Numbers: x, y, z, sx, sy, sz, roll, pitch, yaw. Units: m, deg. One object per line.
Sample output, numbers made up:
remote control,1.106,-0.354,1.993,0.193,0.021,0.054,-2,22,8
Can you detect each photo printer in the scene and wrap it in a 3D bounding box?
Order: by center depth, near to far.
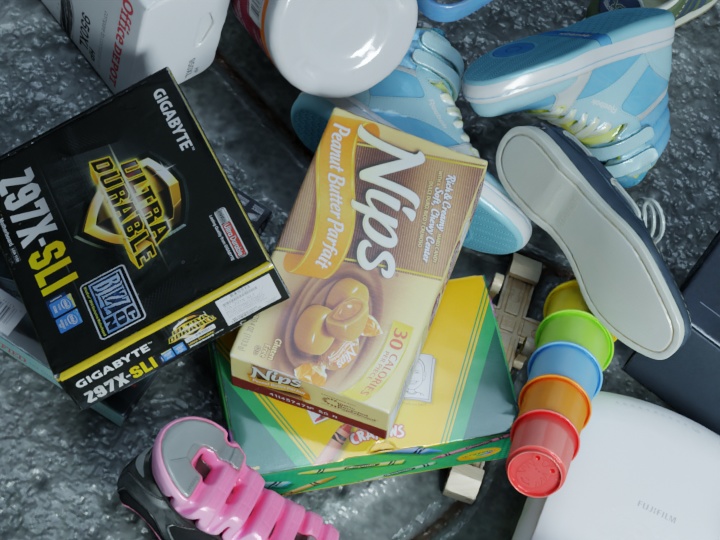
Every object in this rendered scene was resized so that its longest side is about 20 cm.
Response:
photo printer,0.192,0.187,1.394,0.165,0.070,0.201,25,60,0

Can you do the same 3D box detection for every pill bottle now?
pill bottle,-0.045,-0.217,1.476,0.113,0.115,0.200,-10,33,-18

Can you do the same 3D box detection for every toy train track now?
toy train track,0.098,0.071,1.452,0.114,0.033,0.201,20,61,-3

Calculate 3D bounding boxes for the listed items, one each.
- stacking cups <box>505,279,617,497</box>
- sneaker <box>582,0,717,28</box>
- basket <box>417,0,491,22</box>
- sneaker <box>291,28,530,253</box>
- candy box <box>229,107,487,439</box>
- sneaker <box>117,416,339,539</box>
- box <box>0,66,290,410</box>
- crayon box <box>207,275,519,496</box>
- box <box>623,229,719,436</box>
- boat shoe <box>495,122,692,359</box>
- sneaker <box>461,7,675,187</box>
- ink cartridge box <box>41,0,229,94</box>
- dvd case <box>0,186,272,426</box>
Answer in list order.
stacking cups,0.134,0.084,1.374,0.060,0.061,0.200,27,37,1
sneaker,0.256,-0.244,1.620,0.067,0.090,0.200,44,62,12
basket,0.068,-0.286,1.566,0.176,0.140,0.200,-29,63,-26
sneaker,0.063,-0.109,1.499,0.199,0.080,0.131,34,61,6
candy box,0.000,0.000,1.366,0.115,0.055,0.201,20,65,6
sneaker,-0.082,0.184,1.328,0.200,0.095,0.079,49,42,-14
box,-0.158,-0.025,1.354,0.159,0.049,0.201,-29,53,0
crayon box,0.001,0.081,1.393,0.198,0.058,0.120,-9,66,-9
box,0.316,0.028,1.485,0.148,0.107,0.200,37,60,6
boat shoe,0.172,-0.024,1.411,0.062,0.075,0.200,-12,52,-42
sneaker,0.164,-0.113,1.506,0.199,0.079,0.132,-20,113,-32
ink cartridge box,-0.188,-0.241,1.476,0.084,0.145,0.200,-32,75,-25
dvd case,-0.174,-0.006,1.431,0.145,0.022,0.201,32,60,4
